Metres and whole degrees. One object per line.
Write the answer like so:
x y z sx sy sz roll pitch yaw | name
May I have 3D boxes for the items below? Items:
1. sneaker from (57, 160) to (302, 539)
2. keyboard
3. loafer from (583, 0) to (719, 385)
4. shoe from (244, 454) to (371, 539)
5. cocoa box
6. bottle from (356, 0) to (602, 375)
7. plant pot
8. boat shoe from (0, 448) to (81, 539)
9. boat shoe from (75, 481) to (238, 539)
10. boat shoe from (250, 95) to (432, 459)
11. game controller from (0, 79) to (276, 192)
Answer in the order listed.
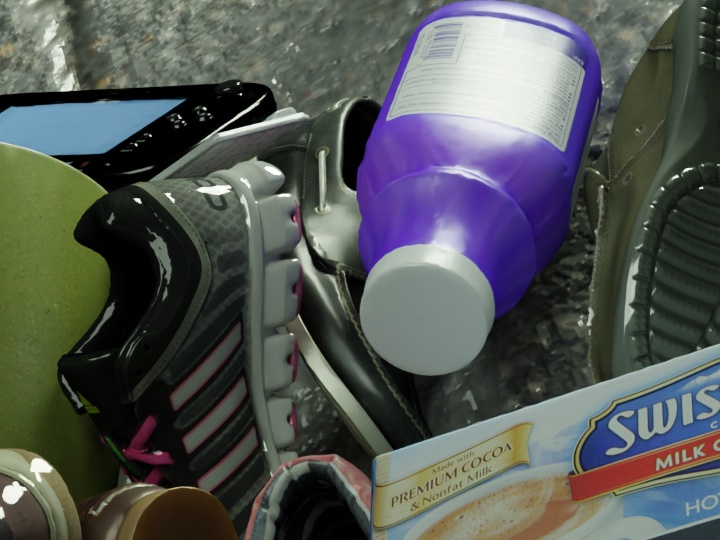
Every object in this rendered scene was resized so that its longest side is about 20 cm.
-0.071 0.057 1.037 0.074 0.087 0.202 -13 75 62 | sneaker
-0.101 -0.018 1.172 0.200 0.011 0.056 -32 -4 42 | keyboard
0.122 -0.018 1.052 0.070 0.075 0.201 -41 25 50 | loafer
-0.001 0.156 0.935 0.071 0.091 0.201 -21 41 17 | shoe
0.115 0.113 0.858 0.199 0.134 0.132 -19 40 19 | cocoa box
0.042 -0.033 1.073 0.083 0.066 0.200 9 33 7 | bottle
-0.169 0.084 1.088 0.186 0.187 0.201 -21 57 18 | plant pot
-0.190 0.112 0.969 0.199 0.065 0.072 -19 85 24 | boat shoe
-0.083 0.174 0.968 0.070 0.070 0.202 -9 69 49 | boat shoe
0.000 0.000 1.110 0.067 0.072 0.201 -29 36 9 | boat shoe
-0.135 -0.056 1.272 0.199 0.042 0.104 -1 16 37 | game controller
